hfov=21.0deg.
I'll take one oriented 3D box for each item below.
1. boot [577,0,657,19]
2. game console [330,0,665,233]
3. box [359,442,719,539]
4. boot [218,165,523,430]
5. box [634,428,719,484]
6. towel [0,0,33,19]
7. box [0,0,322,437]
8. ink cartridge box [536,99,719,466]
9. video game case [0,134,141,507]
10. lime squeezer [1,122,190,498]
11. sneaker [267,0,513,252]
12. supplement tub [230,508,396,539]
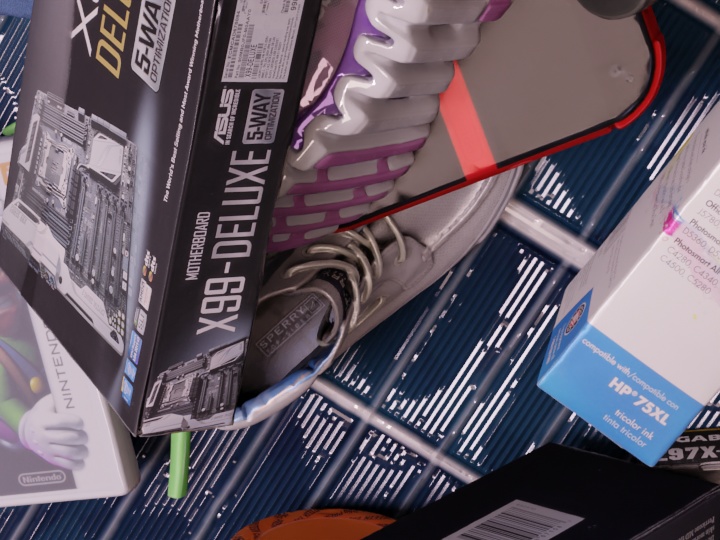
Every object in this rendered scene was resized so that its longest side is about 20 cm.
[{"bbox_3d":[0.142,-0.207,0.815,0.069,0.174,0.201,7,115,49],"label":"boot"},{"bbox_3d":[0.025,-0.134,0.843,0.176,0.031,0.201,-20,100,11],"label":"game console"},{"bbox_3d":[0.069,0.200,0.875,0.104,0.200,0.183,11,111,41],"label":"box"},{"bbox_3d":[0.000,0.000,0.909,0.074,0.096,0.200,42,106,-5],"label":"boot"},{"bbox_3d":[0.220,0.176,0.955,0.159,0.049,0.201,-6,104,6],"label":"box"},{"bbox_3d":[-0.214,-0.171,0.887,0.199,0.112,0.049,12,63,6],"label":"towel"},{"bbox_3d":[-0.090,-0.057,0.810,0.050,0.158,0.201,-4,120,-33],"label":"box"},{"bbox_3d":[0.167,-0.024,0.858,0.067,0.116,0.200,36,115,-3],"label":"ink cartridge box"},{"bbox_3d":[-0.220,0.033,0.964,0.199,0.023,0.182,-7,104,21],"label":"video game case"},{"bbox_3d":[-0.108,0.009,0.931,0.070,0.038,0.201,-25,89,19],"label":"lime squeezer"},{"bbox_3d":[-0.008,-0.095,0.805,0.089,0.080,0.200,48,121,23],"label":"sneaker"},{"bbox_3d":[-0.016,0.228,0.959,0.122,0.123,0.201,1,106,7],"label":"supplement tub"}]
